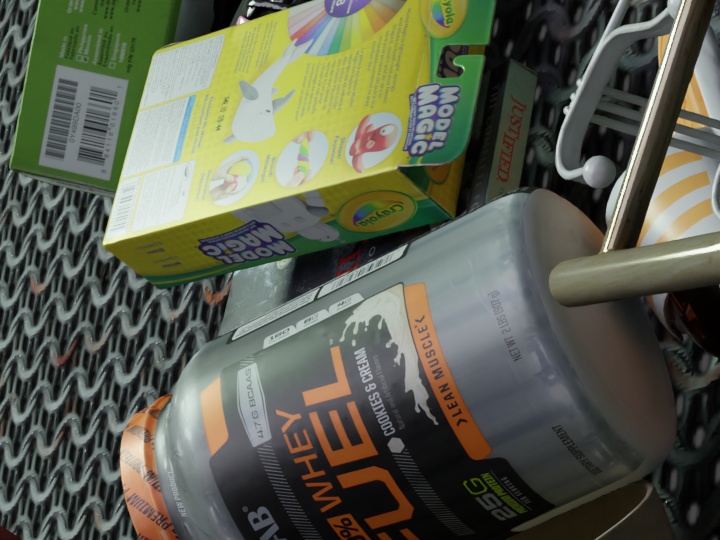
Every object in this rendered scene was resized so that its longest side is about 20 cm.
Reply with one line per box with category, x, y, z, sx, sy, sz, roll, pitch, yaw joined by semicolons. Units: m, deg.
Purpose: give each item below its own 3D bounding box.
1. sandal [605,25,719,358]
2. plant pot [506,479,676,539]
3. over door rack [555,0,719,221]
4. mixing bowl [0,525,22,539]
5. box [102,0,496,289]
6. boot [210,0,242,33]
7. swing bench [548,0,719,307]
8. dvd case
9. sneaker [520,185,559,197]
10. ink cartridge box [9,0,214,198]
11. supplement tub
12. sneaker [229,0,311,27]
sandal;0.124;-0.025;0.999;0.207;0.059;0.079;-99;3;-48
plant pot;0.051;0.183;0.957;0.200;0.200;0.135;-27;90;57
over door rack;0.167;-0.106;0.876;0.067;0.148;0.200;41;115;63
mixing bowl;-0.236;0.241;1.561;0.200;0.108;0.200;-37;46;52
box;-0.019;-0.067;1.147;0.200;0.048;0.117;-14;51;38
boot;-0.020;-0.123;1.343;0.158;0.079;0.211;14;91;64
swing bench;0.196;-0.011;0.710;0.200;0.199;0.130;28;103;63
dvd case;0.000;0.000;1.160;0.200;0.022;0.146;-25;44;46
sneaker;0.049;0.027;1.135;0.116;0.076;0.200;-44;40;44
ink cartridge box;-0.123;-0.126;1.440;0.200;0.076;0.148;-37;-40;-79
supplement tub;0.012;0.059;1.001;0.200;0.123;0.123;-27;48;22
sneaker;-0.033;-0.161;1.261;0.071;0.099;0.200;16;63;27
